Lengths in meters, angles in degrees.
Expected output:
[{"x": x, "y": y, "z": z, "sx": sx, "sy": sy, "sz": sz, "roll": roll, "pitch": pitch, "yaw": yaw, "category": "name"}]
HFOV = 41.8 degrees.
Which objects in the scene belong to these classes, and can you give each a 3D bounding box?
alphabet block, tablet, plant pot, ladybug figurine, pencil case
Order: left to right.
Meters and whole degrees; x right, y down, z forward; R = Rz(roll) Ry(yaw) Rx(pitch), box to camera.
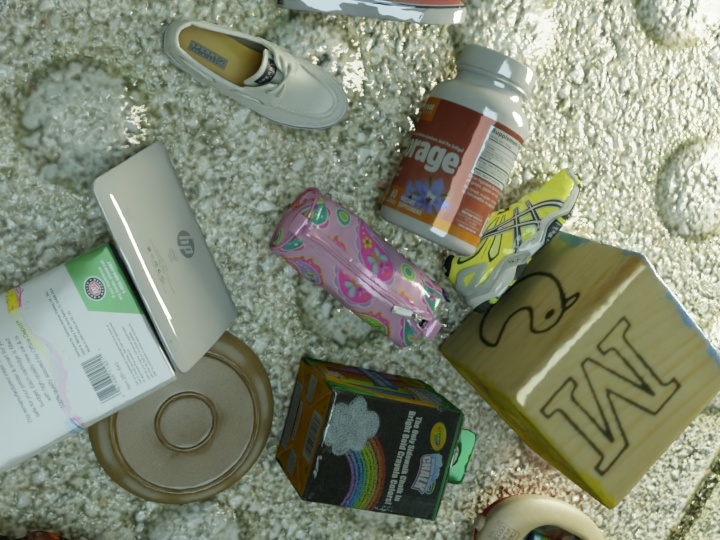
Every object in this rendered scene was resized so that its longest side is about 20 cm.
[{"x": -0.184, "y": -0.016, "z": 0.918, "sx": 0.014, "sy": 0.130, "sz": 0.202, "roll": -13, "pitch": 110, "yaw": 25, "category": "tablet"}, {"x": -0.185, "y": 0.157, "z": 0.995, "sx": 0.198, "sy": 0.027, "sz": 0.203, "roll": -4, "pitch": 103, "yaw": -18, "category": "plant pot"}, {"x": 0.000, "y": 0.000, "z": 0.995, "sx": 0.199, "sy": 0.087, "sz": 0.088, "roll": 39, "pitch": 88, "yaw": -20, "category": "pencil case"}, {"x": 0.212, "y": 0.334, "z": 1.140, "sx": 0.199, "sy": 0.072, "sz": 0.136, "roll": 34, "pitch": 90, "yaw": -22, "category": "ladybug figurine"}, {"x": 0.243, "y": 0.101, "z": 1.041, "sx": 0.200, "sy": 0.195, "sz": 0.197, "roll": -46, "pitch": 109, "yaw": -6, "category": "alphabet block"}]

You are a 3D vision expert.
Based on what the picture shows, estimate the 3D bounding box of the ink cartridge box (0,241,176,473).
[{"x": -0.296, "y": 0.082, "z": 0.898, "sx": 0.199, "sy": 0.084, "sz": 0.146, "roll": -27, "pitch": 97, "yaw": -10, "category": "ink cartridge box"}]

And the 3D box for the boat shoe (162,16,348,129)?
[{"x": -0.097, "y": -0.194, "z": 0.929, "sx": 0.198, "sy": 0.070, "sz": 0.072, "roll": 24, "pitch": 93, "yaw": -21, "category": "boat shoe"}]

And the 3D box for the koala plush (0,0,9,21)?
[{"x": -0.339, "y": -0.317, "z": 0.780, "sx": 0.176, "sy": 0.184, "sz": 0.202, "roll": 24, "pitch": 81, "yaw": 19, "category": "koala plush"}]

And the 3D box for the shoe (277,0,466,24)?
[{"x": 0.017, "y": -0.300, "z": 0.944, "sx": 0.198, "sy": 0.072, "sz": 0.092, "roll": 2, "pitch": 106, "yaw": -14, "category": "shoe"}]

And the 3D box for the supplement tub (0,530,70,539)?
[{"x": -0.297, "y": 0.330, "z": 0.951, "sx": 0.199, "sy": 0.107, "sz": 0.108, "roll": 29, "pitch": 91, "yaw": -21, "category": "supplement tub"}]

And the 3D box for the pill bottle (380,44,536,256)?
[{"x": 0.107, "y": -0.126, "z": 0.989, "sx": 0.111, "sy": 0.112, "sz": 0.202, "roll": 22, "pitch": 93, "yaw": -21, "category": "pill bottle"}]

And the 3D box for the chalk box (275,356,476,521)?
[{"x": 0.027, "y": 0.184, "z": 1.021, "sx": 0.198, "sy": 0.124, "sz": 0.126, "roll": 14, "pitch": 95, "yaw": -22, "category": "chalk box"}]

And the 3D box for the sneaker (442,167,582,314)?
[{"x": 0.172, "y": -0.048, "z": 1.049, "sx": 0.076, "sy": 0.075, "sz": 0.200, "roll": 41, "pitch": 74, "yaw": 5, "category": "sneaker"}]
